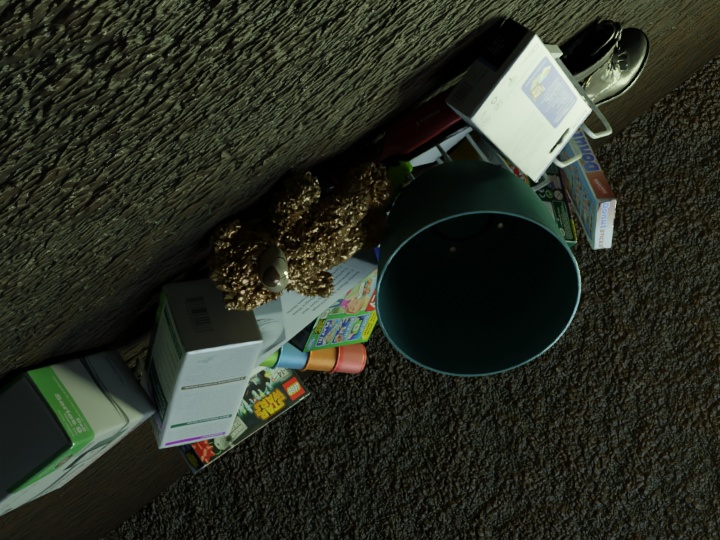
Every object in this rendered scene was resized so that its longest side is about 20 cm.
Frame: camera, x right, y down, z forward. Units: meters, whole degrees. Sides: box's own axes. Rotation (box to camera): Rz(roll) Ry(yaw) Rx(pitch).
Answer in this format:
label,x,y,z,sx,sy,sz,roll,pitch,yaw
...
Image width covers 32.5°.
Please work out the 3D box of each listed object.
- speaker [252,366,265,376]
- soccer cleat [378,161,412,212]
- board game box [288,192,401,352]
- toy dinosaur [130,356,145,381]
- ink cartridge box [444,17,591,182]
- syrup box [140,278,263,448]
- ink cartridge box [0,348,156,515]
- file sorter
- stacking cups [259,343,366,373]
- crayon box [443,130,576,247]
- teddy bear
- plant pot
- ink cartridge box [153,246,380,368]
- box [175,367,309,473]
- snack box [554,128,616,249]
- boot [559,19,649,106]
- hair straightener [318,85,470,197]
label,x,y,z,sx,sy,sz,roll,pitch,yaw
speaker,-0.171,0.111,1.593,0.200,0.081,0.081,-33,173,-39
soccer cleat,-0.008,-0.054,1.342,0.081,0.068,0.200,-33,171,-43
board game box,0.000,0.000,1.459,0.134,0.029,0.200,-5,124,-54
toy dinosaur,-0.248,0.138,1.387,0.102,0.077,0.200,-46,174,18
ink cartridge box,0.157,-0.160,1.199,0.100,0.039,0.200,-53,151,4
syrup box,-0.162,0.094,1.226,0.081,0.079,0.200,-8,149,-24
ink cartridge box,-0.299,0.154,1.162,0.146,0.084,0.200,-38,175,12
file sorter,0.163,-0.141,1.374,0.200,0.125,0.139,-40,174,23
stacking cups,-0.090,0.103,1.548,0.200,0.061,0.061,10,152,-21
crayon box,0.180,-0.088,1.529,0.058,0.200,0.173,4,153,-27
teddy bear,-0.044,-0.028,1.140,0.200,0.067,0.145,-13,139,-45
plant pot,0.111,-0.019,1.260,0.201,0.201,0.161,-39,-152,22
ink cartridge box,-0.081,0.030,1.303,0.200,0.041,0.200,-40,148,25
box,-0.180,0.160,1.641,0.200,0.137,0.040,-32,175,-40
snack box,0.256,-0.115,1.443,0.024,0.200,0.072,-7,131,-5
boot,0.300,-0.262,1.535,0.200,0.069,0.174,-43,167,-11
hair straightener,0.027,-0.104,1.213,0.200,0.041,0.077,-37,164,1
